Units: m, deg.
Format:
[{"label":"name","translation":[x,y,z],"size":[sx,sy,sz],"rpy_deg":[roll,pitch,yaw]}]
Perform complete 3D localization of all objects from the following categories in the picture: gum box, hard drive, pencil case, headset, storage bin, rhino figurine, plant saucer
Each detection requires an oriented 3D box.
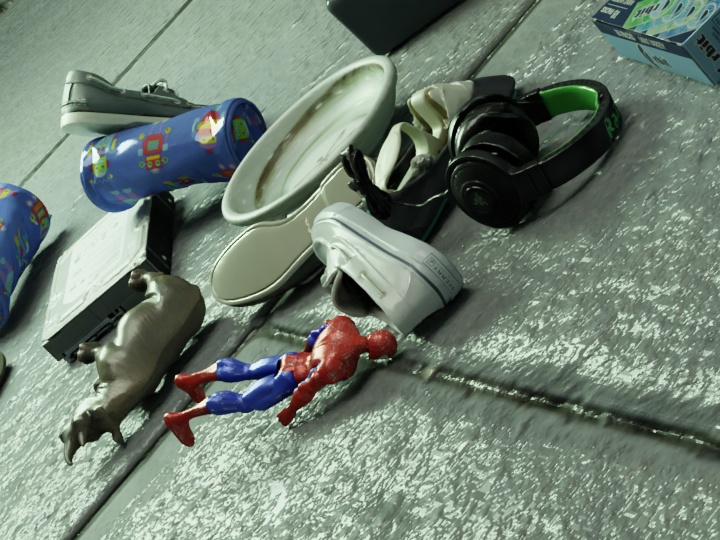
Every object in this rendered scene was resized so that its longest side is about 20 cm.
[{"label":"gum box","translation":[0.278,-0.227,1.563],"size":[0.200,0.045,0.170],"rpy_deg":[-44,21,-3]},{"label":"hard drive","translation":[-0.246,-0.002,2.124],"size":[0.140,0.038,0.200],"rpy_deg":[-39,22,15]},{"label":"pencil case","translation":[-0.172,-0.109,2.078],"size":[0.199,0.087,0.078],"rpy_deg":[-11,77,33]},{"label":"pencil case","translation":[-0.395,-0.010,2.340],"size":[0.078,0.087,0.200],"rpy_deg":[-3,34,11]},{"label":"headset","translation":[0.089,-0.090,1.583],"size":[0.199,0.094,0.124],"rpy_deg":[-24,25,18]},{"label":"storage bin","translation":[0.044,-0.309,2.049],"size":[0.200,0.145,0.135],"rpy_deg":[-34,33,25]},{"label":"rhino figurine","translation":[-0.198,0.082,1.838],"size":[0.087,0.060,0.200],"rpy_deg":[-3,48,46]},{"label":"plant saucer","translation":[-0.033,-0.101,1.896],"size":[0.200,0.050,0.200],"rpy_deg":[-38,21,18]}]

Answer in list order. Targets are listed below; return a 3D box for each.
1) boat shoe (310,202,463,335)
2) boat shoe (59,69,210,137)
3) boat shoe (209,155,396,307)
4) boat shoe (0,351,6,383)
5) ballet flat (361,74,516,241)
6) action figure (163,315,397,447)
[{"label":"boat shoe","translation":[0.000,0.000,1.603],"size":[0.067,0.074,0.200],"rpy_deg":[-45,21,-12]},{"label":"boat shoe","translation":[-0.202,-0.164,2.151],"size":[0.073,0.199,0.062],"rpy_deg":[-23,69,60]},{"label":"boat shoe","translation":[-0.039,-0.024,1.772],"size":[0.200,0.057,0.067],"rpy_deg":[-36,57,31]},{"label":"boat shoe","translation":[-0.421,0.136,2.129],"size":[0.075,0.075,0.203],"rpy_deg":[-24,28,43]},{"label":"ballet flat","translation":[0.058,-0.102,1.700],"size":[0.073,0.073,0.200],"rpy_deg":[-16,34,51]},{"label":"action figure","translation":[-0.054,0.078,1.594],"size":[0.200,0.052,0.066],"rpy_deg":[-22,35,35]}]
